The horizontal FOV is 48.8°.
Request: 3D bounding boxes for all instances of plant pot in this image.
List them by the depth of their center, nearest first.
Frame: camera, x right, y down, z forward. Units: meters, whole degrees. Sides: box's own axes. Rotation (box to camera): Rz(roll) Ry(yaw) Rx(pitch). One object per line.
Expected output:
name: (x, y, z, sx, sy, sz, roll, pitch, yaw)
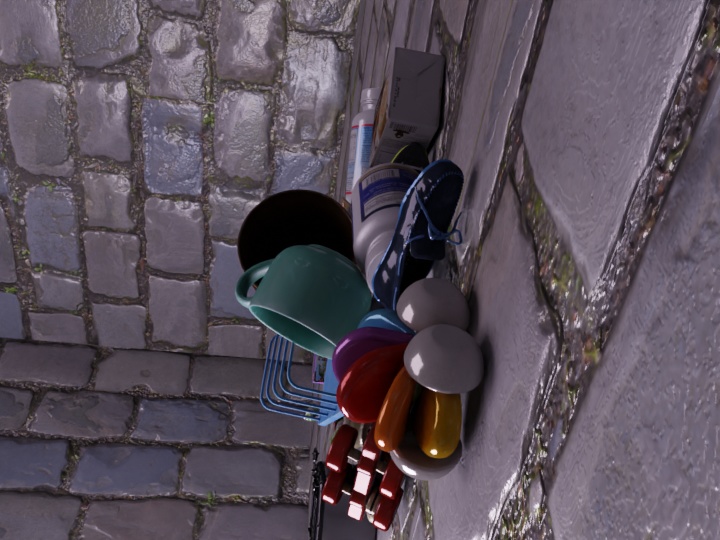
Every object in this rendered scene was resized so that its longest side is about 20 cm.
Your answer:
plant pot: (-0.098, 0.002, 1.288, 0.201, 0.183, 0.190, 95, 178, -64)

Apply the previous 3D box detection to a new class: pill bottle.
pill bottle: (0.047, -0.051, 1.101, 0.201, 0.117, 0.121, -93, 10, -54)
pill bottle: (0.034, -0.216, 1.421, 0.109, 0.107, 0.204, -167, 82, -84)

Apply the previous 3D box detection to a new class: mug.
mug: (-0.074, 0.028, 1.082, 0.116, 0.183, 0.152, -62, 4, -17)

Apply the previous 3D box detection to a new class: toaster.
toaster: (-0.038, 0.452, 1.491, 0.181, 0.116, 0.204, 152, 122, -82)

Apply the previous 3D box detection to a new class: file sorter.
file sorter: (-0.072, 0.147, 1.238, 0.200, 0.121, 0.141, 135, 147, -63)

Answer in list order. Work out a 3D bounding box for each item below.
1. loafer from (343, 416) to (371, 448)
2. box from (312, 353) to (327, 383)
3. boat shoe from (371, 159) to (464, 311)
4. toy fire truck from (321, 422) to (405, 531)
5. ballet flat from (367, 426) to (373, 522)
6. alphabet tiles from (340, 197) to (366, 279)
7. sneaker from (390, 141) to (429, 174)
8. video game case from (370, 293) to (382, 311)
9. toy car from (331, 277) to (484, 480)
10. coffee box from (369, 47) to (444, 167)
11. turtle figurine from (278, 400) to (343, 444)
loafer: (0.023, 0.191, 1.255, 0.076, 0.067, 0.203, -5, -70, -78)
box: (-0.014, 0.112, 1.473, 0.039, 0.134, 0.204, 134, 141, -79)
boat shoe: (0.081, -0.032, 0.948, 0.069, 0.083, 0.202, 56, 137, 45)
toy fire truck: (0.028, 0.272, 1.183, 0.168, 0.111, 0.202, -54, -20, -45)
ballet flat: (0.021, 0.321, 1.336, 0.067, 0.056, 0.203, 105, 169, -62)
alphabet tiles: (-0.019, -0.021, 1.296, 0.200, 0.006, 0.169, -133, 45, -64)
sneaker: (0.064, -0.114, 1.239, 0.082, 0.073, 0.202, -86, 6, -52)
video game case: (0.000, 0.000, 1.288, 0.201, 0.025, 0.183, 111, 152, -51)
toy car: (0.042, 0.113, 0.858, 0.201, 0.147, 0.177, -94, 11, -58)
coffee box: (0.068, -0.240, 1.231, 0.200, 0.078, 0.116, 120, 158, -76)
turtle figurine: (-0.035, 0.306, 1.510, 0.145, 0.198, 0.194, 61, -179, -19)
